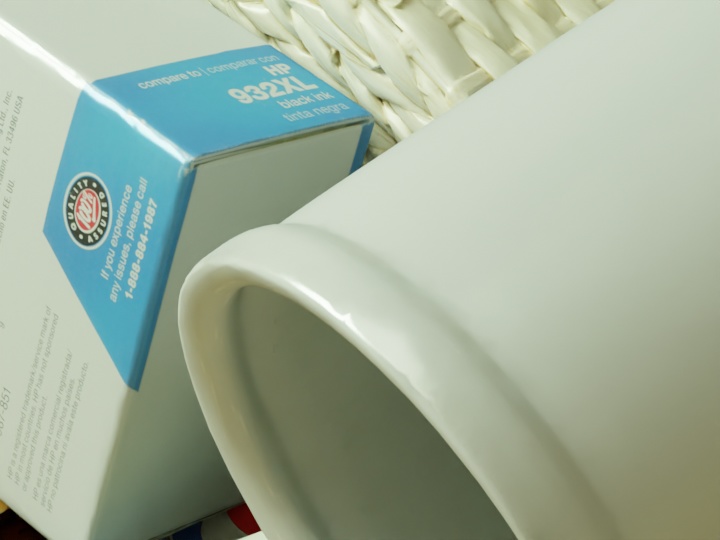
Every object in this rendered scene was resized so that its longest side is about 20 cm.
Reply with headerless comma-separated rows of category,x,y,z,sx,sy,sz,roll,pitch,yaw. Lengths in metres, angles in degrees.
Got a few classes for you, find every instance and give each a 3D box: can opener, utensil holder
can opener,0.057,0.064,0.826,0.053,0.199,0.067,-37,43,58
utensil holder,0.083,0.015,0.713,0.200,0.170,0.170,-36,31,-20

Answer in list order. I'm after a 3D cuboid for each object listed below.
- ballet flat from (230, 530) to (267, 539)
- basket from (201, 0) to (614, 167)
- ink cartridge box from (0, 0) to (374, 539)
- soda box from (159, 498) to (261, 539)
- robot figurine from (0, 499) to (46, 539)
ballet flat,-0.008,0.095,0.842,0.200,0.074,0.074,-15,21,-32
basket,0.015,-0.072,0.916,0.135,0.123,0.200,-29,68,-37
ink cartridge box,-0.108,-0.028,0.894,0.200,0.145,0.084,36,35,30
soda box,-0.041,0.120,0.908,0.064,0.068,0.200,-1,39,38
robot figurine,-0.137,0.076,0.921,0.145,0.058,0.200,8,30,6
